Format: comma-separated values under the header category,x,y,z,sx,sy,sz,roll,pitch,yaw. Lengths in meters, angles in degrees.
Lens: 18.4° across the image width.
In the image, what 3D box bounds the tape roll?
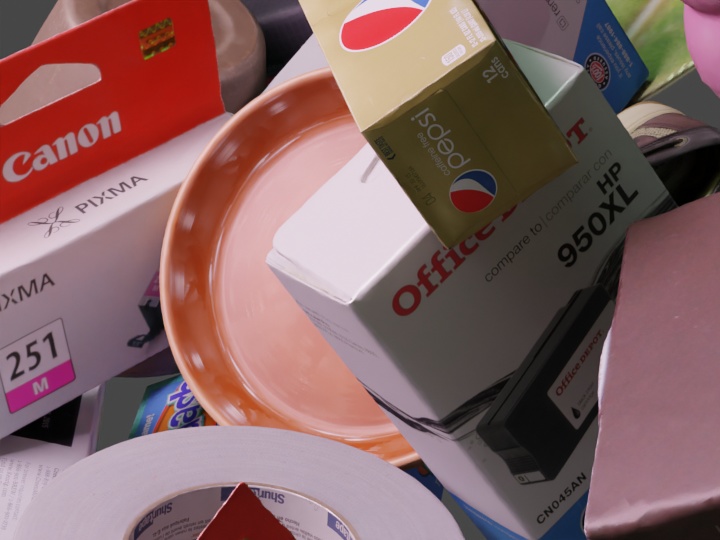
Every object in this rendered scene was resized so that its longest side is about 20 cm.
category,x,y,z,sx,sy,sz,roll,pitch,yaw
tape roll,-0.052,0.148,0.966,0.198,0.067,0.201,3,29,-2

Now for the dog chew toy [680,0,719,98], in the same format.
category,x,y,z,sx,sy,sz,roll,pitch,yaw
dog chew toy,0.197,-0.165,1.091,0.124,0.200,0.125,-27,31,18

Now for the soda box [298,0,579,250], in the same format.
category,x,y,z,sx,sy,sz,roll,pitch,yaw
soda box,0.021,-0.095,0.918,0.064,0.068,0.200,-34,31,6

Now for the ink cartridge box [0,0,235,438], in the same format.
category,x,y,z,sx,sy,sz,roll,pitch,yaw
ink cartridge box,-0.133,-0.031,1.101,0.199,0.175,0.043,-29,42,-27

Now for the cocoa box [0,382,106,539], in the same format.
category,x,y,z,sx,sy,sz,roll,pitch,yaw
cocoa box,-0.212,0.143,1.138,0.201,0.132,0.132,-88,11,-57

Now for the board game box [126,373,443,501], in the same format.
category,x,y,z,sx,sy,sz,roll,pitch,yaw
board game box,-0.043,0.100,1.151,0.199,0.045,0.153,-21,35,30

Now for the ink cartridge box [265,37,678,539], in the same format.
category,x,y,z,sx,sy,sz,roll,pitch,yaw
ink cartridge box,0.076,0.021,0.970,0.145,0.200,0.084,-45,30,-11

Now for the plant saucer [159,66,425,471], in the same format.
category,x,y,z,sx,sy,sz,roll,pitch,yaw
plant saucer,0.000,0.000,1.075,0.199,0.032,0.202,-3,78,16

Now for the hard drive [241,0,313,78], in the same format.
category,x,y,z,sx,sy,sz,roll,pitch,yaw
hard drive,-0.027,-0.193,1.336,0.134,0.042,0.201,-12,39,36

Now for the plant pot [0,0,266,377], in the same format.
category,x,y,z,sx,sy,sz,roll,pitch,yaw
plant pot,-0.129,-0.070,1.236,0.201,0.199,0.175,-84,11,-51

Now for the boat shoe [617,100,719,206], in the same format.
category,x,y,z,sx,sy,sz,roll,pitch,yaw
boat shoe,0.109,-0.009,1.105,0.201,0.072,0.066,-44,25,-18

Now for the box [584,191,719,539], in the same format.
category,x,y,z,sx,sy,sz,roll,pitch,yaw
box,0.211,0.060,0.803,0.199,0.164,0.167,-20,35,30

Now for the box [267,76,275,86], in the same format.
category,x,y,z,sx,sy,sz,roll,pitch,yaw
box,-0.056,-0.107,1.393,0.199,0.100,0.096,-26,32,20

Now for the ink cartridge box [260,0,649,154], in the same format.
category,x,y,z,sx,sy,sz,roll,pitch,yaw
ink cartridge box,0.046,-0.090,1.211,0.200,0.145,0.084,-50,33,-19

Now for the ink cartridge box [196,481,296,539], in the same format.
category,x,y,z,sx,sy,sz,roll,pitch,yaw
ink cartridge box,-0.021,0.204,0.828,0.050,0.200,0.161,9,54,52
